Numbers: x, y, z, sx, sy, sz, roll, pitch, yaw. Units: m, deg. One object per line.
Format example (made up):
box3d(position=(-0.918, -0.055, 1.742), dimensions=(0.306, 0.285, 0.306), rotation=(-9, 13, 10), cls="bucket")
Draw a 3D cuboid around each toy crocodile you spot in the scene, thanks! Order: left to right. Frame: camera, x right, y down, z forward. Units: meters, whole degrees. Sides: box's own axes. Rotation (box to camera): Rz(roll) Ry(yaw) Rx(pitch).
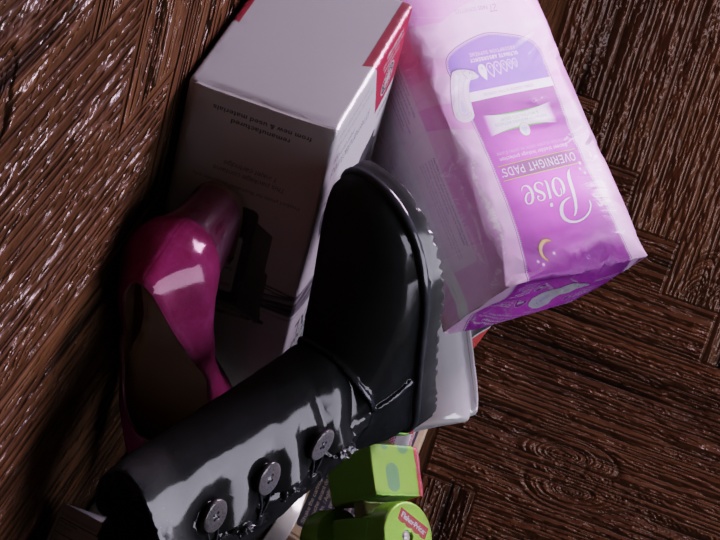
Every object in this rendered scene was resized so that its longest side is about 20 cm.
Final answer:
box3d(position=(0.007, 0.107, 1.499), dimensions=(0.062, 0.067, 0.200), rotation=(5, 78, -46), cls="toy crocodile")

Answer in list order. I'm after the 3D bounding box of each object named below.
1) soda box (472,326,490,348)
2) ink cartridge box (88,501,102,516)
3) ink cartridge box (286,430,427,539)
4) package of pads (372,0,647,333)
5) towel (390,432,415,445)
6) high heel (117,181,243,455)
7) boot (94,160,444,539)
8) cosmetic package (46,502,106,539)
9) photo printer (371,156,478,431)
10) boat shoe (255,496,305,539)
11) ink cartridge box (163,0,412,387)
box3d(position=(0.036, 0.027, 1.758), dimensions=(0.200, 0.071, 0.063), rotation=(-55, -130, 44), cls="soda box")
box3d(position=(-0.112, 0.158, 1.595), dimensions=(0.200, 0.067, 0.116), rotation=(-57, 164, -64), cls="ink cartridge box")
box3d(position=(-0.033, 0.146, 1.925), dimensions=(0.200, 0.075, 0.165), rotation=(-34, -151, 61), cls="ink cartridge box")
box3d(position=(0.067, -0.073, 1.537), dimensions=(0.120, 0.200, 0.076), rotation=(-14, 168, -38), cls="package of pads")
box3d(position=(-0.008, 0.021, 1.732), dimensions=(0.200, 0.030, 0.146), rotation=(50, -47, 47), cls="towel")
box3d(position=(-0.107, 0.054, 1.397), dimensions=(0.096, 0.067, 0.200), rotation=(-50, 153, -53), cls="high heel")
box3d(position=(-0.050, 0.058, 1.356), dimensions=(0.200, 0.066, 0.165), rotation=(-31, 130, -30), cls="boot")
box3d(position=(-0.096, 0.188, 1.451), dimensions=(0.200, 0.051, 0.083), rotation=(28, 87, -50), cls="cosmetic package")
box3d(position=(0.000, 0.000, 1.624), dimensions=(0.166, 0.069, 0.200), rotation=(-21, -105, 63), cls="photo printer")
box3d(position=(-0.064, 0.106, 1.830), dimensions=(0.072, 0.060, 0.202), rotation=(-55, -165, 36), cls="boat shoe")
box3d(position=(-0.049, -0.041, 1.468), dimensions=(0.145, 0.083, 0.200), rotation=(-62, 169, -53), cls="ink cartridge box")
